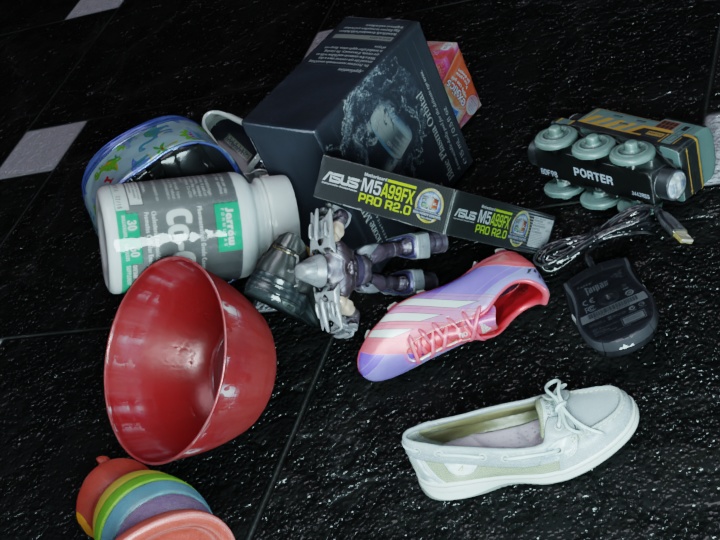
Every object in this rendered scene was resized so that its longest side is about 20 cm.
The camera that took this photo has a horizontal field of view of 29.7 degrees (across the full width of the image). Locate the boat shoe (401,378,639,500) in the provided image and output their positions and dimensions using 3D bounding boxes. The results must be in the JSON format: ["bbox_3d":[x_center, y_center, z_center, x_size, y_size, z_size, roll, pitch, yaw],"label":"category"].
[{"bbox_3d":[0.136,0.139,1.160,0.201,0.065,0.075,-16,36,16],"label":"boat shoe"}]

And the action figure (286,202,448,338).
[{"bbox_3d":[0.000,0.000,1.330,0.069,0.131,0.199,6,6,42],"label":"action figure"}]

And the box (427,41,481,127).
[{"bbox_3d":[0.034,-0.217,1.664,0.199,0.096,0.100,12,51,43],"label":"box"}]

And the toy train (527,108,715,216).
[{"bbox_3d":[0.267,-0.116,1.399,0.114,0.086,0.199,-31,31,-28],"label":"toy train"}]

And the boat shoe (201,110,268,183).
[{"bbox_3d":[-0.110,-0.117,1.586,0.199,0.065,0.074,33,84,17],"label":"boat shoe"}]

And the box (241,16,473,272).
[{"bbox_3d":[0.002,-0.140,1.497,0.117,0.197,0.200,12,50,41],"label":"box"}]

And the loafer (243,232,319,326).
[{"bbox_3d":[-0.065,0.010,1.378,0.072,0.200,0.073,24,86,3],"label":"loafer"}]

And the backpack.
[{"bbox_3d":[-0.217,-0.072,1.538,0.182,0.201,0.147,-33,43,-9],"label":"backpack"}]

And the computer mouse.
[{"bbox_3d":[0.254,0.013,1.265,0.140,0.046,0.200,-26,31,2],"label":"computer mouse"}]

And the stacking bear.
[{"bbox_3d":[-0.198,0.232,1.232,0.114,0.122,0.200,-39,29,-14],"label":"stacking bear"}]

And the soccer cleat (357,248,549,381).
[{"bbox_3d":[0.089,0.050,1.313,0.199,0.067,0.076,-31,39,-11],"label":"soccer cleat"}]

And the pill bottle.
[{"bbox_3d":[-0.169,-0.042,1.413,0.198,0.114,0.113,-8,31,-15],"label":"pill bottle"}]

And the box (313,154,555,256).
[{"bbox_3d":[0.076,-0.063,1.336,0.160,0.199,0.045,19,96,36],"label":"box"}]

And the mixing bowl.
[{"bbox_3d":[-0.153,0.095,1.339,0.199,0.108,0.202,-14,70,45],"label":"mixing bowl"}]
